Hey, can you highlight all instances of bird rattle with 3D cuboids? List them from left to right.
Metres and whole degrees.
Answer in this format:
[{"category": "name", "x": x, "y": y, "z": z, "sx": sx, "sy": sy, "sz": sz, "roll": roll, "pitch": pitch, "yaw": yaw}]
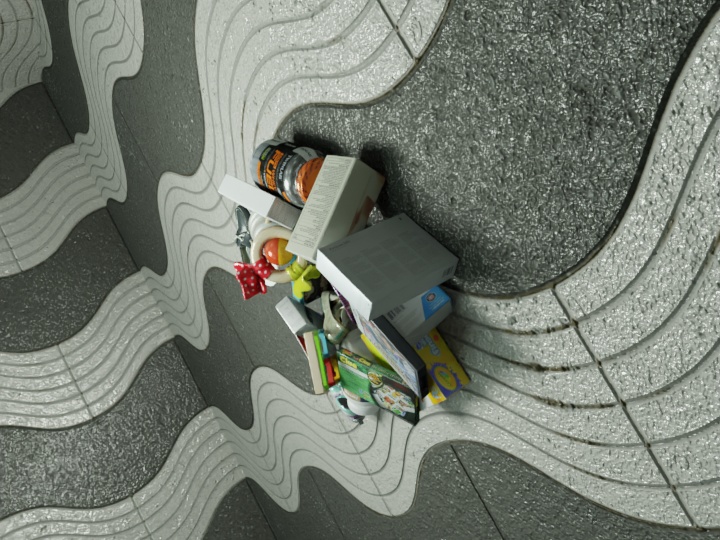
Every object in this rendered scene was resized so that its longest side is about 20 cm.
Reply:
[{"category": "bird rattle", "x": -0.184, "y": -0.021, "z": 1.332, "sx": 0.199, "sy": 0.113, "sz": 0.164, "roll": 6, "pitch": 106, "yaw": 11}]

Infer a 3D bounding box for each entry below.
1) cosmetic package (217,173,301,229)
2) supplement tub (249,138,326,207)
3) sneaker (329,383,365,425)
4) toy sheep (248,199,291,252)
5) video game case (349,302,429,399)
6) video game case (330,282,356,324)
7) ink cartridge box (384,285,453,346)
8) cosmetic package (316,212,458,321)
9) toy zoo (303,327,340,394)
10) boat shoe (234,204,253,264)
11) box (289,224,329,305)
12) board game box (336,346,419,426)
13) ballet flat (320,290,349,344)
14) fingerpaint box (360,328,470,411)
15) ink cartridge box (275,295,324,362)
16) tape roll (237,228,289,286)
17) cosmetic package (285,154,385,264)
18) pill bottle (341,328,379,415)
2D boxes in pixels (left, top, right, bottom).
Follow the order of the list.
[{"category": "cosmetic package", "x": -0.226, "y": -0.152, "z": 1.320, "sx": 0.200, "sy": 0.082, "sz": 0.051, "roll": 28, "pitch": 90, "yaw": 42}, {"category": "supplement tub", "x": -0.138, "y": -0.205, "z": 1.268, "sx": 0.200, "sy": 0.122, "sz": 0.123, "roll": 26, "pitch": 133, "yaw": 47}, {"category": "sneaker", "x": -0.041, "y": 0.313, "z": 1.554, "sx": 0.140, "sy": 0.078, "sz": 0.200, "roll": 70, "pitch": 177, "yaw": -48}, {"category": "toy sheep", "x": -0.203, "y": -0.108, "z": 1.430, "sx": 0.200, "sy": 0.137, "sz": 0.138, "roll": -93, "pitch": 3, "yaw": -52}, {"category": "video game case", "x": 0.051, "y": 0.135, "z": 1.108, "sx": 0.200, "sy": 0.025, "sz": 0.181, "roll": 48, "pitch": 168, "yaw": 26}, {"category": "video game case", "x": -0.054, "y": 0.005, "z": 1.273, "sx": 0.182, "sy": 0.036, "sz": 0.200, "roll": 62, "pitch": 178, "yaw": 23}, {"category": "ink cartridge box", "x": 0.064, "y": 0.033, "z": 1.124, "sx": 0.200, "sy": 0.116, "sz": 0.068, "roll": 48, "pitch": 173, "yaw": 27}, {"category": "cosmetic package", "x": 0.047, "y": -0.012, "z": 1.044, "sx": 0.151, "sy": 0.200, "sz": 0.052, "roll": 46, "pitch": 145, "yaw": 30}, {"category": "toy zoo", "x": -0.079, "y": 0.196, "z": 1.348, "sx": 0.200, "sy": 0.020, "sz": 0.132, "roll": 12, "pitch": -114, "yaw": -79}, {"category": "boat shoe", "x": -0.285, "y": -0.070, "z": 1.521, "sx": 0.076, "sy": 0.060, "sz": 0.201, "roll": 8, "pitch": 119, "yaw": 55}, {"category": "box", "x": -0.121, "y": -0.020, "z": 1.419, "sx": 0.049, "sy": 0.082, "sz": 0.201, "roll": 36, "pitch": 140, "yaw": 39}, {"category": "board game box", "x": 0.035, "y": 0.239, "z": 1.243, "sx": 0.200, "sy": 0.023, "sz": 0.105, "roll": 22, "pitch": 134, "yaw": 33}, {"category": "ballet flat", "x": -0.051, "y": 0.096, "z": 1.383, "sx": 0.067, "sy": 0.062, "sz": 0.200, "roll": 37, "pitch": -159, "yaw": -25}, {"category": "fingerpaint box", "x": 0.106, "y": 0.176, "z": 1.218, "sx": 0.200, "sy": 0.073, "sz": 0.167, "roll": 57, "pitch": 150, "yaw": 10}, {"category": "ink cartridge box", "x": -0.104, "y": 0.161, "z": 1.450, "sx": 0.176, "sy": 0.045, "sz": 0.200, "roll": 52, "pitch": -174, "yaw": 27}, {"category": "tape roll", "x": -0.246, "y": -0.063, "z": 1.596, "sx": 0.202, "sy": 0.071, "sz": 0.203, "roll": 37, "pitch": 140, "yaw": 39}, {"category": "cosmetic package", "x": -0.046, "y": -0.106, "z": 1.123, "sx": 0.103, "sy": 0.087, "sz": 0.201, "roll": 21, "pitch": 86, "yaw": 50}, {"category": "pill bottle", "x": 0.010, "y": 0.238, "z": 1.377, "sx": 0.111, "sy": 0.111, "sz": 0.201, "roll": 38, "pitch": 141, "yaw": 37}]
